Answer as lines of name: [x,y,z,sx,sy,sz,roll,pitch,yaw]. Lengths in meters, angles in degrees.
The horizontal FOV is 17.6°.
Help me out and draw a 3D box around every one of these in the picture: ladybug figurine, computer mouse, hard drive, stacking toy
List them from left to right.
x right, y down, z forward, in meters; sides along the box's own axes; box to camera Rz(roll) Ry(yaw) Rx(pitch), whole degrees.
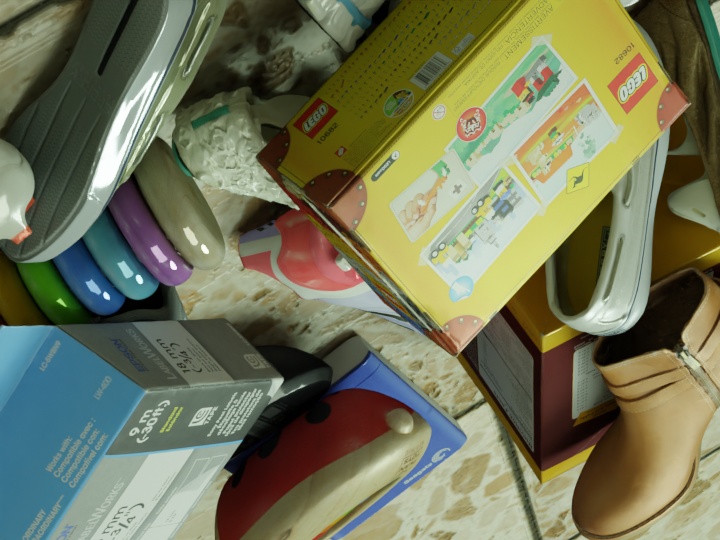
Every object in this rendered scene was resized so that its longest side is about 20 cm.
stacking toy: [-0.179,0.007,1.318,0.200,0.086,0.085,-30,150,4]
computer mouse: [-0.112,0.102,1.532,0.200,0.053,0.139,-32,164,1]
ladybug figurine: [-0.032,0.141,1.575,0.200,0.072,0.136,-42,169,35]
hard drive: [-0.011,0.126,1.695,0.132,0.025,0.200,-38,150,5]

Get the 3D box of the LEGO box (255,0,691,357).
LEGO box: [0.065,-0.078,1.282,0.200,0.077,0.149,-47,132,-5]

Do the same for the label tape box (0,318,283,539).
label tape box: [-0.155,0.101,1.334,0.200,0.063,0.144,-1,131,-57]

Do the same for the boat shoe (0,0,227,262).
boat shoe: [-0.131,-0.082,1.240,0.062,0.072,0.200,-4,138,-49]

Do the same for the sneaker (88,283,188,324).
sneaker: [-0.189,0.062,1.398,0.200,0.075,0.116,-35,147,-20]

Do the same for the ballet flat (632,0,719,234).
ballet flat: [0.218,-0.080,1.478,0.072,0.201,0.068,-23,177,18]

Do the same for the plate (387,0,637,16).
plate: [0.119,-0.225,1.314,0.199,0.032,0.200,-11,142,-36]

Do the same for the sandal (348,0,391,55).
sandal: [0.043,-0.096,1.386,0.057,0.080,0.201,-28,153,18]

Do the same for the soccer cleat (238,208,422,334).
soccer cleat: [0.000,0.000,1.500,0.076,0.067,0.200,-5,166,28]

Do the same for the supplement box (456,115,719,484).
supplement box: [0.174,0.008,1.598,0.197,0.133,0.200,-26,149,-13]

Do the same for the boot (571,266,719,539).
boot: [0.184,0.084,1.518,0.200,0.074,0.155,-51,148,5]

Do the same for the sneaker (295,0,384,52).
sneaker: [-0.023,-0.190,1.201,0.087,0.075,0.200,-43,158,4]

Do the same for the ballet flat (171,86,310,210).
ballet flat: [-0.024,-0.068,1.355,0.200,0.072,0.072,7,131,-51]

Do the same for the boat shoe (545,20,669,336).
boat shoe: [0.137,-0.063,1.428,0.086,0.074,0.203,8,87,-57]

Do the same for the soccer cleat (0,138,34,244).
soccer cleat: [-0.262,-0.012,1.228,0.200,0.069,0.078,-33,121,11]
